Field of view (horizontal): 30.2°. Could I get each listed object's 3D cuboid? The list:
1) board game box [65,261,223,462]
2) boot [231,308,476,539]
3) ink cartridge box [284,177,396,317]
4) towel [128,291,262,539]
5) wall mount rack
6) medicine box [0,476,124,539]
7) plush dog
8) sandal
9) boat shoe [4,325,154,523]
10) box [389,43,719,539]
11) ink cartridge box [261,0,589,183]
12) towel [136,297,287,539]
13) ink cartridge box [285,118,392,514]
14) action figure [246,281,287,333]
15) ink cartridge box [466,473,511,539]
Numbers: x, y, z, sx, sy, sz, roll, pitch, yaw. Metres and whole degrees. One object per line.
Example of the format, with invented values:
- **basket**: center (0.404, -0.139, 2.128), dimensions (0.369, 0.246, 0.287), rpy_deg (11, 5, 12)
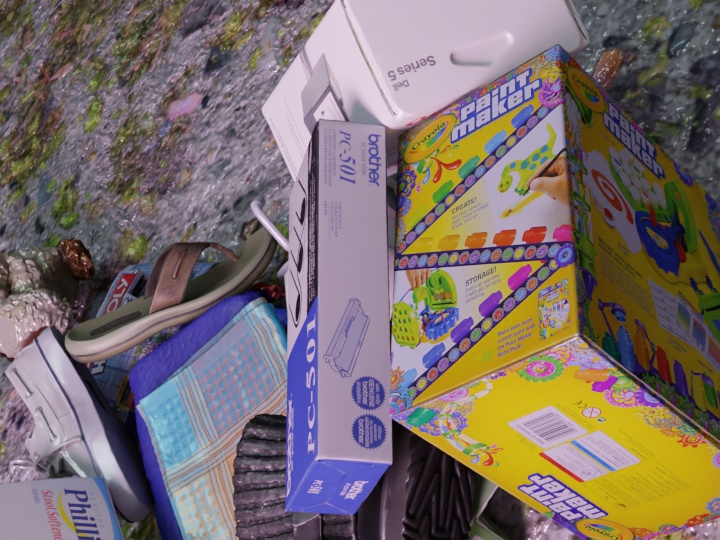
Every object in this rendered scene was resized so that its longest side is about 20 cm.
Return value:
- **board game box**: center (-0.220, 0.078, 1.226), dimensions (0.198, 0.061, 0.202), rpy_deg (0, 62, 48)
- **boot**: center (0.000, 0.090, 0.833), dimensions (0.156, 0.079, 0.214), rpy_deg (-6, 65, 46)
- **ink cartridge box**: center (0.000, 0.000, 0.974), dimensions (0.118, 0.067, 0.201), rpy_deg (-56, 18, 17)
- **towel**: center (-0.104, 0.133, 1.031), dimensions (0.147, 0.049, 0.202), rpy_deg (-33, 57, 23)
- **wall mount rack**: center (-0.011, -0.087, 1.110), dimensions (0.200, 0.075, 0.174), rpy_deg (-43, -1, 18)
- **medicine box**: center (-0.222, 0.285, 0.959), dimensions (0.182, 0.101, 0.203), rpy_deg (-127, 42, -53)
- **plush dog**: center (-0.358, 0.032, 1.348), dimensions (0.199, 0.171, 0.162), rpy_deg (-38, 82, 28)
- **sandal**: center (-0.158, 0.012, 1.111), dimensions (0.199, 0.058, 0.080), rpy_deg (-27, 16, -12)
- **boat shoe**: center (-0.241, 0.139, 1.080), dimensions (0.086, 0.075, 0.203), rpy_deg (-37, 58, -1)
- **box**: center (0.126, 0.022, 0.754), dimensions (0.121, 0.199, 0.195), rpy_deg (-26, 44, 34)
- **ink cartridge box**: center (0.035, -0.126, 0.868), dimensions (0.144, 0.085, 0.200), rpy_deg (-24, -4, -21)
- **towel**: center (-0.086, 0.137, 0.970), dimensions (0.146, 0.022, 0.202), rpy_deg (-39, 55, 21)
- **ink cartridge box**: center (-0.014, 0.026, 0.754), dimensions (0.094, 0.043, 0.203), rpy_deg (118, 155, -61)
- **action figure**: center (-0.073, 0.047, 1.096), dimensions (0.199, 0.051, 0.066), rpy_deg (27, 89, 56)
- **ink cartridge box**: center (0.034, 0.181, 0.853), dimensions (0.201, 0.059, 0.104), rpy_deg (-55, 36, 1)
